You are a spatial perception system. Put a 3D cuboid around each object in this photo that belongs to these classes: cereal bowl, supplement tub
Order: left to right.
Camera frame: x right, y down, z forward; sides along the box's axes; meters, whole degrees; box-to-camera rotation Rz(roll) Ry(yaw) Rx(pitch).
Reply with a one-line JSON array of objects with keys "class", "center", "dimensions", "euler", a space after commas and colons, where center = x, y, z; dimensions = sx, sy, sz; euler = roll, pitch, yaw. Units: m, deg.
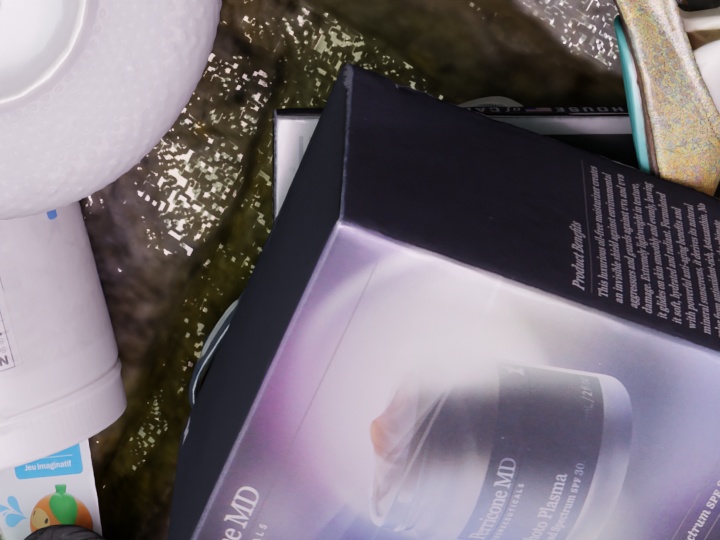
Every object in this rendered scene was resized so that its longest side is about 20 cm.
[{"class": "supplement tub", "center": [-0.189, -0.017, 1.140], "dimensions": [0.132, 0.132, 0.200], "euler": [-9, 103, 22]}, {"class": "cereal bowl", "center": [-0.152, -0.114, 1.017], "dimensions": [0.200, 0.083, 0.200], "euler": [-1, 102, -4]}]

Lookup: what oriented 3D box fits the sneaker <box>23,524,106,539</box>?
[{"class": "sneaker", "center": [-0.085, 0.197, 1.160], "dimensions": [0.075, 0.076, 0.200], "euler": [-44, 81, -5]}]

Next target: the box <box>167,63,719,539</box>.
[{"class": "box", "center": [0.048, 0.058, 0.987], "dimensions": [0.198, 0.123, 0.200], "euler": [19, 122, -9]}]

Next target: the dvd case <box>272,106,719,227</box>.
[{"class": "dvd case", "center": [0.063, 0.006, 1.074], "dimensions": [0.200, 0.025, 0.150], "euler": [-1, 104, -4]}]

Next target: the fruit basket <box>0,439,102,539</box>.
[{"class": "fruit basket", "center": [-0.200, 0.177, 1.223], "dimensions": [0.185, 0.094, 0.200], "euler": [-6, 100, 21]}]

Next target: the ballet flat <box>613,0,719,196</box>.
[{"class": "ballet flat", "center": [0.121, -0.109, 1.000], "dimensions": [0.071, 0.071, 0.200], "euler": [-12, 104, 22]}]

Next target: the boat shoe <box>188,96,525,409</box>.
[{"class": "boat shoe", "center": [0.000, 0.000, 1.116], "dimensions": [0.200, 0.062, 0.075], "euler": [-36, 91, 25]}]
